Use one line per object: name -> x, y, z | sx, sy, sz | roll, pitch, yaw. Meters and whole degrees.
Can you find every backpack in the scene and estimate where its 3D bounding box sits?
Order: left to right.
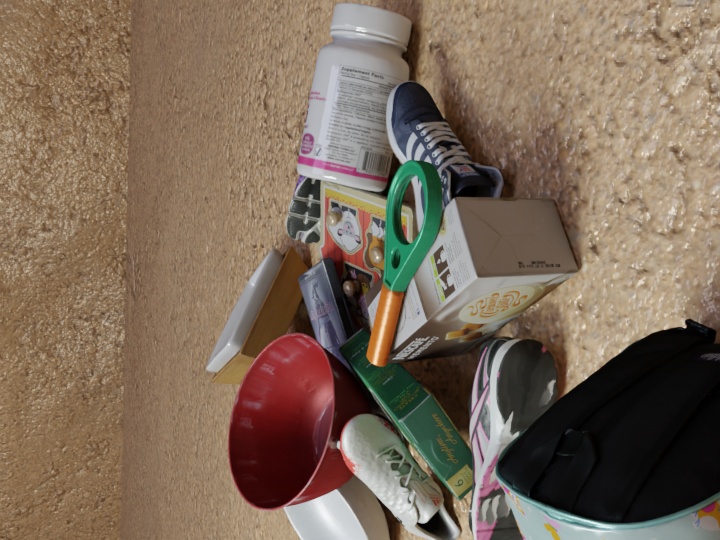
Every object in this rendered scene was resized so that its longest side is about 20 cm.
backpack -> 0.190, 0.133, 0.461 | 0.175, 0.198, 0.155 | 5, 112, 61

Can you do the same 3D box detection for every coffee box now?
coffee box -> 0.051, 0.148, 0.823 | 0.123, 0.044, 0.200 | 55, 173, -22
coffee box -> 0.096, 0.014, 0.736 | 0.200, 0.113, 0.081 | -48, 49, 53

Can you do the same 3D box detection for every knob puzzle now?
knob puzzle -> 0.000, 0.000, 0.966 | 0.219, 0.030, 0.222 | 24, 122, 45

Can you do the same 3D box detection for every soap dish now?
soap dish -> -0.157, 0.077, 1.203 | 0.157, 0.081, 0.201 | -42, 21, 56

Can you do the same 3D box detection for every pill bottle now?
pill bottle -> -0.004, -0.204, 0.913 | 0.113, 0.112, 0.202 | 25, 104, 60

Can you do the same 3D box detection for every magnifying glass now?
magnifying glass -> 0.037, -0.004, 0.713 | 0.080, 0.022, 0.202 | -131, 50, -56

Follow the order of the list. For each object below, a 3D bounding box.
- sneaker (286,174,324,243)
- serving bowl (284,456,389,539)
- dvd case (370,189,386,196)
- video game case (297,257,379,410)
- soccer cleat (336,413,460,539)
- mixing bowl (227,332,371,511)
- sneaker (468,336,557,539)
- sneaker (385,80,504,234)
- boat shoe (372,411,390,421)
sneaker -> -0.049, -0.132, 1.041 | 0.084, 0.080, 0.202 | -110, 36, -64
serving bowl -> -0.028, 0.318, 1.020 | 0.199, 0.065, 0.202 | 33, 138, 36
dvd case -> -0.012, -0.059, 1.051 | 0.146, 0.022, 0.202 | 33, 121, 59
video game case -> -0.034, 0.092, 1.038 | 0.202, 0.019, 0.143 | 71, 160, 4
soccer cleat -> 0.046, 0.227, 0.824 | 0.085, 0.069, 0.201 | 21, 148, 51
mixing bowl -> -0.058, 0.185, 0.905 | 0.199, 0.108, 0.202 | -24, 55, 40
sneaker -> 0.138, 0.157, 0.726 | 0.086, 0.079, 0.203 | -150, 68, -74
sneaker -> 0.086, -0.117, 0.784 | 0.108, 0.069, 0.202 | 139, 118, -70
boat shoe -> -0.010, 0.226, 1.018 | 0.201, 0.060, 0.073 | -16, 78, 63
